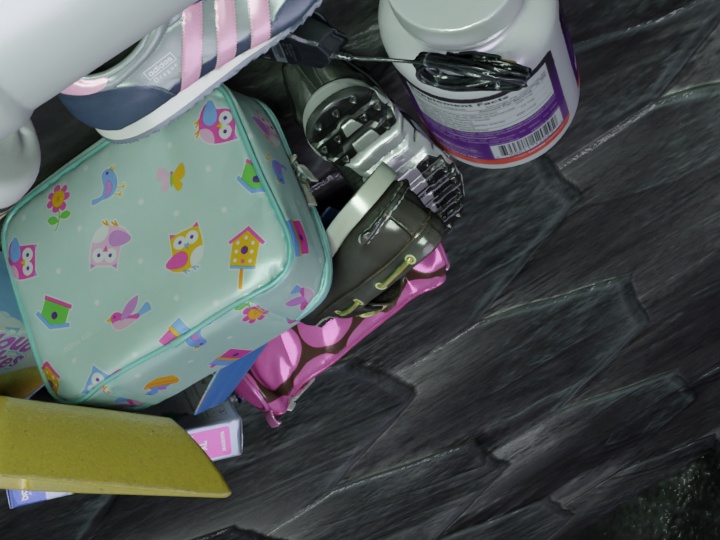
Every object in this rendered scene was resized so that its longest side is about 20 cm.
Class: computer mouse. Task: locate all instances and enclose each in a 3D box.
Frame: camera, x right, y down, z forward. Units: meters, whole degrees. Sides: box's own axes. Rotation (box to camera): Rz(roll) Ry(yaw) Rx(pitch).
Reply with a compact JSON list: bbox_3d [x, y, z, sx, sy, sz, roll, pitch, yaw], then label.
[{"bbox_3d":[0.000,-0.133,1.083,0.199,0.034,0.059,11,170,4],"label":"computer mouse"}]

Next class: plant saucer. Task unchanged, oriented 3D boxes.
[{"bbox_3d":[-0.211,0.107,1.155,0.199,0.049,0.200,-4,168,40],"label":"plant saucer"}]

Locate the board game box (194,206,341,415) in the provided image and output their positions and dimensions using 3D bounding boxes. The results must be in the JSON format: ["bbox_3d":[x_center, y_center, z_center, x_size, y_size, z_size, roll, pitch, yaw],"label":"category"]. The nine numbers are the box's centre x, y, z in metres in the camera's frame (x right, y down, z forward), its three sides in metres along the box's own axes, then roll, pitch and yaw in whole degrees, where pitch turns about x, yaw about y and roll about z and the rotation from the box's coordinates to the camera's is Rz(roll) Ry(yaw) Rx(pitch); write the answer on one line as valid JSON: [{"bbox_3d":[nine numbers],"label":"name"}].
[{"bbox_3d":[-0.073,0.016,1.268,0.158,0.039,0.200,-57,177,3],"label":"board game box"}]

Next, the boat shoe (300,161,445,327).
[{"bbox_3d":[0.000,0.000,1.213,0.072,0.060,0.201,-52,179,-24],"label":"boat shoe"}]

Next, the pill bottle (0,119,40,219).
[{"bbox_3d":[-0.268,-0.025,0.996,0.200,0.112,0.111,-41,157,26],"label":"pill bottle"}]

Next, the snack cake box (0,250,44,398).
[{"bbox_3d":[-0.275,0.043,1.207,0.115,0.067,0.200,-38,158,23],"label":"snack cake box"}]

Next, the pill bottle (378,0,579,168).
[{"bbox_3d":[0.072,-0.146,1.179,0.111,0.112,0.200,-31,159,2],"label":"pill bottle"}]

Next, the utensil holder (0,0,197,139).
[{"bbox_3d":[-0.115,-0.178,0.778,0.200,0.170,0.170,-34,160,1],"label":"utensil holder"}]

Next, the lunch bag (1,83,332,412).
[{"bbox_3d":[-0.118,-0.017,1.160,0.200,0.161,0.077,-31,156,19],"label":"lunch bag"}]

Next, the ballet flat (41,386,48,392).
[{"bbox_3d":[-0.143,0.033,1.363,0.200,0.072,0.072,-31,160,3],"label":"ballet flat"}]

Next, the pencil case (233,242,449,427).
[{"bbox_3d":[-0.021,0.023,1.421,0.200,0.094,0.091,-39,175,-12],"label":"pencil case"}]

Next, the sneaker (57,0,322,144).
[{"bbox_3d":[-0.086,-0.151,1.020,0.200,0.070,0.082,-41,143,8],"label":"sneaker"}]

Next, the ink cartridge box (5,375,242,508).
[{"bbox_3d":[-0.195,0.107,1.351,0.199,0.119,0.042,-10,122,-16],"label":"ink cartridge box"}]

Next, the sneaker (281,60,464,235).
[{"bbox_3d":[0.007,-0.087,1.245,0.066,0.091,0.200,-37,144,6],"label":"sneaker"}]
